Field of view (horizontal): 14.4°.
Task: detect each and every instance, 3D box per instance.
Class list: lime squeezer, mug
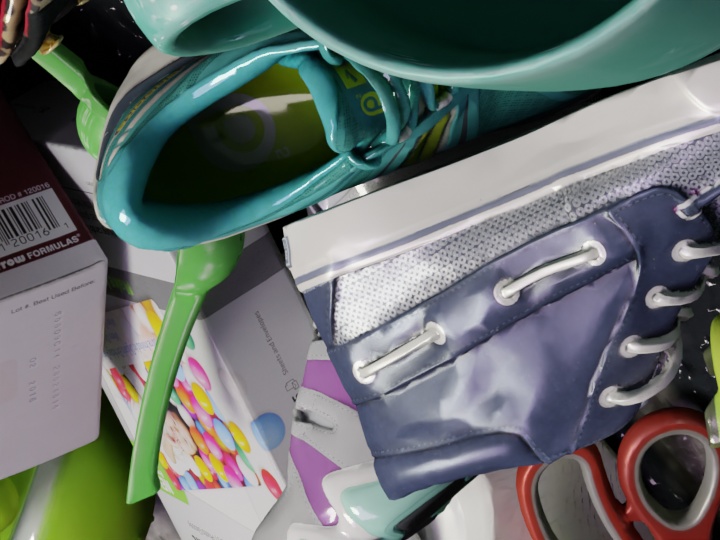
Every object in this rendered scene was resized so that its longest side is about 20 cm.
[{"bbox_3d":[-0.079,-0.027,0.892,0.070,0.038,0.201,-16,111,20],"label":"lime squeezer"},{"bbox_3d":[0.036,-0.123,0.724,0.184,0.114,0.153,9,97,29],"label":"mug"}]

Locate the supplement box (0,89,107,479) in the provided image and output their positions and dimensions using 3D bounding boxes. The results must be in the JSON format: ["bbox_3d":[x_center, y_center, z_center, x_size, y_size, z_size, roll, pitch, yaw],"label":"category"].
[{"bbox_3d":[-0.161,-0.033,1.016,0.200,0.061,0.109,56,154,30],"label":"supplement box"}]

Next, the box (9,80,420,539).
[{"bbox_3d":[-0.055,0.032,1.009,0.156,0.041,0.200,15,134,63],"label":"box"}]

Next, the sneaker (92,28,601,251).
[{"bbox_3d":[0.013,-0.057,0.813,0.200,0.080,0.078,-28,103,12],"label":"sneaker"}]

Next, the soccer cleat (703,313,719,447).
[{"bbox_3d":[0.173,0.089,0.901,0.084,0.065,0.201,-24,107,21],"label":"soccer cleat"}]

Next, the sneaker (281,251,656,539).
[{"bbox_3d":[0.035,0.068,1.004,0.088,0.075,0.200,-7,115,61],"label":"sneaker"}]

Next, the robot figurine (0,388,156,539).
[{"bbox_3d":[-0.170,0.075,1.127,0.199,0.116,0.175,20,-174,-11],"label":"robot figurine"}]

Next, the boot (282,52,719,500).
[{"bbox_3d":[0.080,-0.004,0.810,0.199,0.073,0.091,-21,91,25],"label":"boot"}]

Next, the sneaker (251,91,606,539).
[{"bbox_3d":[0.000,0.000,0.905,0.140,0.078,0.200,45,104,10],"label":"sneaker"}]

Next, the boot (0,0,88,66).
[{"bbox_3d":[-0.073,-0.112,0.838,0.073,0.151,0.200,33,145,13],"label":"boot"}]

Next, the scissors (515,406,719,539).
[{"bbox_3d":[0.117,0.127,0.988,0.073,0.014,0.200,-24,119,5],"label":"scissors"}]
